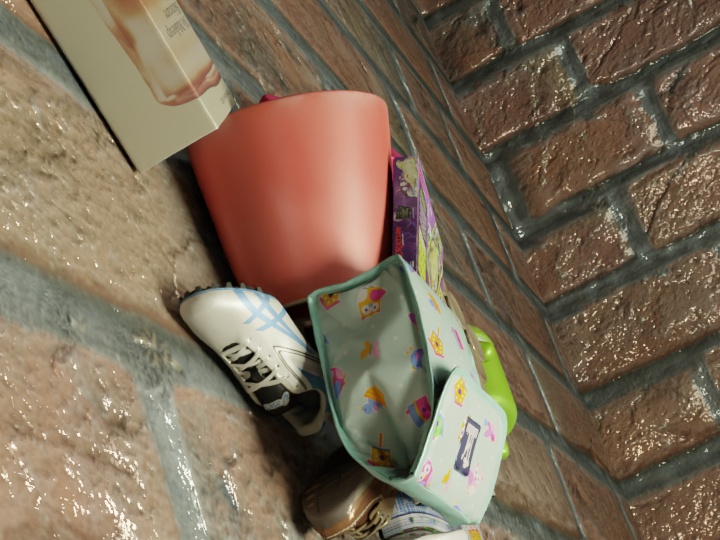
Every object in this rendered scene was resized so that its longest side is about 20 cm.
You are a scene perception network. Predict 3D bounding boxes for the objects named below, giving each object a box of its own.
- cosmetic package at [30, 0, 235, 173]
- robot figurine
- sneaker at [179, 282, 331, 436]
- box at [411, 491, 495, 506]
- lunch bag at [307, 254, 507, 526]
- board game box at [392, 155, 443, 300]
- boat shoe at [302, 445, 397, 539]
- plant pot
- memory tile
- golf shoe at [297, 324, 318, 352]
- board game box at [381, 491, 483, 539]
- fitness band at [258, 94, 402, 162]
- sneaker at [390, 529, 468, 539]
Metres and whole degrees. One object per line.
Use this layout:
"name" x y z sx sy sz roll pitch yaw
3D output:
"cosmetic package" -0.199 -0.201 1.047 0.201 0.086 0.104 59 13 -18
"robot figurine" 0.134 0.155 1.577 0.177 0.114 0.202 73 1 -48
"sneaker" -0.082 0.076 1.029 0.200 0.071 0.073 45 30 -45
"box" 0.079 0.184 1.237 0.111 0.034 0.200 68 14 18
"lunch bag" 0.048 0.114 1.054 0.170 0.121 0.202 45 24 -57
"board game box" 0.058 -0.011 1.186 0.200 0.032 0.122 66 27 -63
"boat shoe" 0.002 0.204 1.097 0.073 0.075 0.200 65 15 -3
"plant pot" -0.052 -0.051 1.147 0.200 0.198 0.180 14 61 -72
"memory tile" 0.093 0.049 1.372 0.201 0.017 0.154 60 14 -20
"golf shoe" 0.000 0.000 1.241 0.077 0.087 0.202 75 32 -67
"board game box" 0.072 0.245 1.302 0.200 0.061 0.202 39 27 -60
"fitness band" -0.028 -0.148 1.374 0.198 0.038 0.144 19 16 -33
"sneaker" 0.048 0.295 1.125 0.199 0.074 0.090 -1 76 -62
